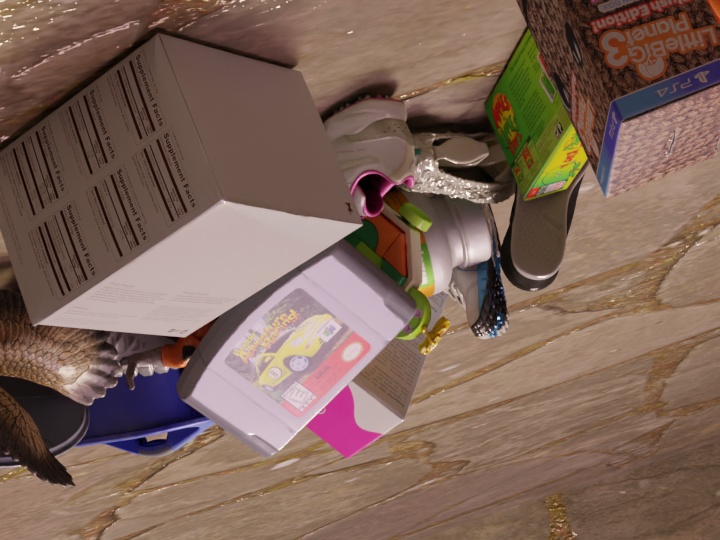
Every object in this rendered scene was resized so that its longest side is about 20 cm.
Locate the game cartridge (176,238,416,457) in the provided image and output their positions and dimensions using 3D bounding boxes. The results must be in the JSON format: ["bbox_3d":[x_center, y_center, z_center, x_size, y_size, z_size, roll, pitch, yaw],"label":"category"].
[{"bbox_3d":[-0.060,0.064,1.611,0.200,0.041,0.133,-45,122,9],"label":"game cartridge"}]

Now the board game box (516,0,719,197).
[{"bbox_3d":[0.197,-0.184,1.400,0.096,0.201,0.160,-21,162,-4],"label":"board game box"}]

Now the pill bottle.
[{"bbox_3d":[0.023,-0.018,1.819,0.199,0.112,0.111,-19,162,-10],"label":"pill bottle"}]

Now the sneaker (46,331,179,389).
[{"bbox_3d":[-0.224,0.039,1.689,0.199,0.075,0.116,-16,129,7],"label":"sneaker"}]

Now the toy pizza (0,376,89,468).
[{"bbox_3d":[-0.351,0.132,1.701,0.199,0.200,0.032,-8,123,-37],"label":"toy pizza"}]

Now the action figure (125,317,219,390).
[{"bbox_3d":[-0.132,0.005,1.630,0.192,0.105,0.201,-19,125,-14],"label":"action figure"}]

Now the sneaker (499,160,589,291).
[{"bbox_3d":[0.173,-0.071,1.755,0.070,0.201,0.099,14,160,-1],"label":"sneaker"}]

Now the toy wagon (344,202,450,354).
[{"bbox_3d":[0.000,0.000,1.688,0.155,0.200,0.040,-54,153,10],"label":"toy wagon"}]

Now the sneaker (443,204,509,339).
[{"bbox_3d":[0.104,0.007,1.904,0.086,0.200,0.075,-14,124,9],"label":"sneaker"}]

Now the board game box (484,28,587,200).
[{"bbox_3d":[0.173,-0.153,1.623,0.047,0.102,0.200,-15,161,-18],"label":"board game box"}]

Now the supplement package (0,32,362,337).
[{"bbox_3d":[-0.146,-0.059,1.436,0.200,0.148,0.191,-31,160,26],"label":"supplement package"}]

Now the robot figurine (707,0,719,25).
[{"bbox_3d":[0.362,-0.256,1.526,0.200,0.144,0.117,-35,-167,36],"label":"robot figurine"}]

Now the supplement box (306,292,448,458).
[{"bbox_3d":[0.006,0.081,1.928,0.103,0.201,0.101,37,133,-16],"label":"supplement box"}]

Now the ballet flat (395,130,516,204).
[{"bbox_3d":[0.106,-0.101,1.733,0.199,0.072,0.072,-4,155,-47],"label":"ballet flat"}]

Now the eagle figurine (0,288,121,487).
[{"bbox_3d":[-0.325,0.092,1.618,0.199,0.153,0.151,13,-175,10],"label":"eagle figurine"}]

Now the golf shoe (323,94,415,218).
[{"bbox_3d":[-0.032,-0.075,1.625,0.200,0.092,0.075,-32,161,33],"label":"golf shoe"}]

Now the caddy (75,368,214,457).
[{"bbox_3d":[-0.221,0.143,1.920,0.199,0.106,0.141,-12,180,42],"label":"caddy"}]
